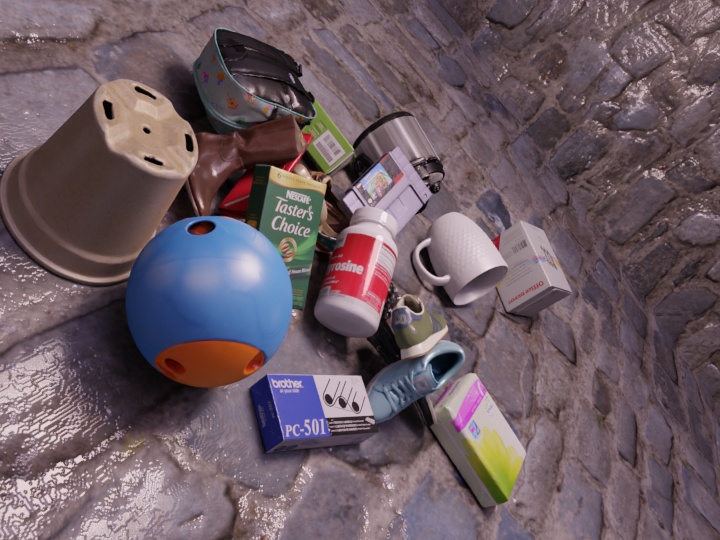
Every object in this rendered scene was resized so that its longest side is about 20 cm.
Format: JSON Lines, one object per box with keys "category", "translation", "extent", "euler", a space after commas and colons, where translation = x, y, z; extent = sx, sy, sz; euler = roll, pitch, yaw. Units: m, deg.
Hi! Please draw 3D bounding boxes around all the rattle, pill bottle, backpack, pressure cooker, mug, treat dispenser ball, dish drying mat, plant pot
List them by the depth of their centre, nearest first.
{"category": "plant pot", "translation": [-0.298, -0.117, 0.752], "extent": [0.199, 0.182, 0.204], "euler": [33, 38, -30]}
{"category": "treat dispenser ball", "translation": [-0.180, 0.037, 0.753], "extent": [0.199, 0.200, 0.204], "euler": [33, 38, -30]}
{"category": "dish drying mat", "translation": [-0.150, -0.161, 1.009], "extent": [0.018, 0.075, 0.202], "euler": [73, 36, -48]}
{"category": "pill bottle", "translation": [0.000, 0.000, 1.055], "extent": [0.111, 0.111, 0.204], "euler": [33, 60, -30]}
{"category": "rattle", "translation": [-0.118, -0.075, 1.075], "extent": [0.144, 0.128, 0.203], "euler": [-53, 137, -40]}
{"category": "backpack", "translation": [-0.198, -0.317, 1.097], "extent": [0.198, 0.152, 0.179], "euler": [14, 50, -53]}
{"category": "pressure cooker", "translation": [0.091, -0.223, 1.378], "extent": [0.175, 0.177, 0.203], "euler": [-10, 68, -59]}
{"category": "mug", "translation": [0.209, -0.030, 1.413], "extent": [0.196, 0.149, 0.178], "euler": [-17, 62, -26]}

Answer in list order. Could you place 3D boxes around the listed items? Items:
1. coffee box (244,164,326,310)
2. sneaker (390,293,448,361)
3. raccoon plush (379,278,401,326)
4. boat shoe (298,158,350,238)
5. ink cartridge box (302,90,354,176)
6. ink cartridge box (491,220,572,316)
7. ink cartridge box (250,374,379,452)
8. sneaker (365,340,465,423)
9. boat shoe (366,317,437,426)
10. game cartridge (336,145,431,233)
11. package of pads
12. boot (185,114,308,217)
{"category": "coffee box", "translation": [-0.122, -0.048, 0.953], "extent": [0.121, 0.043, 0.206], "euler": [13, 88, -47]}
{"category": "sneaker", "translation": [0.098, 0.080, 1.052], "extent": [0.092, 0.066, 0.200], "euler": [70, 20, -3]}
{"category": "raccoon plush", "translation": [0.051, 0.041, 1.172], "extent": [0.133, 0.096, 0.203], "euler": [39, 34, -38]}
{"category": "boat shoe", "translation": [-0.081, -0.158, 1.186], "extent": [0.202, 0.071, 0.072], "euler": [57, 32, 2]}
{"category": "ink cartridge box", "translation": [-0.085, -0.263, 1.285], "extent": [0.149, 0.075, 0.200], "euler": [52, -2, -1]}
{"category": "ink cartridge box", "translation": [0.445, 0.001, 1.679], "extent": [0.143, 0.144, 0.204], "euler": [13, 51, -47]}
{"category": "ink cartridge box", "translation": [-0.062, 0.204, 0.907], "extent": [0.198, 0.044, 0.096], "euler": [12, 50, -48]}
{"category": "sneaker", "translation": [0.084, 0.175, 1.003], "extent": [0.198, 0.082, 0.075], "euler": [-37, 93, -15]}
{"category": "boat shoe", "translation": [0.069, 0.186, 1.079], "extent": [0.075, 0.065, 0.203], "euler": [-131, -164, -78]}
{"category": "game cartridge", "translation": [0.050, -0.141, 1.211], "extent": [0.131, 0.038, 0.200], "euler": [54, 54, -16]}
{"category": "package of pads", "translation": [0.220, 0.311, 1.167], "extent": [0.202, 0.068, 0.154], "euler": [57, 33, 1]}
{"category": "boot", "translation": [-0.171, -0.162, 0.967], "extent": [0.195, 0.065, 0.190], "euler": [-9, 58, -7]}
